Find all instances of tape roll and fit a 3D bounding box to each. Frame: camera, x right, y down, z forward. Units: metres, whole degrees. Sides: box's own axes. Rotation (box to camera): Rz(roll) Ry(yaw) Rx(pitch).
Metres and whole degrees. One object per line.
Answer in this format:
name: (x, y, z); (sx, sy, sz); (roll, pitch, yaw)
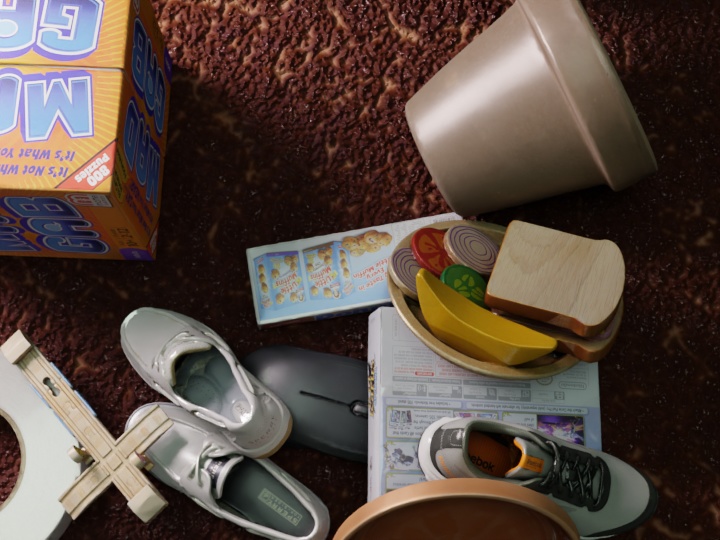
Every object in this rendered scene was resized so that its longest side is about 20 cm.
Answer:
tape roll: (-0.334, 0.167, 1.022); (0.200, 0.037, 0.205); (0, 75, 1)

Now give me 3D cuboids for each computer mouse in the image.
computer mouse: (-0.021, 0.109, 1.025); (0.198, 0.053, 0.140); (8, 76, 3)

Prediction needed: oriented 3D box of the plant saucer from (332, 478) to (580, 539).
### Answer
plant saucer: (0.074, 0.224, 0.932); (0.198, 0.202, 0.033); (-3, 43, 0)

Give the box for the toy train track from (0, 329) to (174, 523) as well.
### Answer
toy train track: (-0.235, 0.127, 0.990); (0.115, 0.033, 0.200); (-44, 75, -3)

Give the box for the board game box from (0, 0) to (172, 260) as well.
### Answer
board game box: (-0.280, -0.134, 1.017); (0.197, 0.200, 0.202); (2, 75, 1)

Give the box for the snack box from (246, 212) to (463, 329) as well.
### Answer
snack box: (0.000, 0.000, 1.069); (0.198, 0.024, 0.073); (-10, 76, -2)

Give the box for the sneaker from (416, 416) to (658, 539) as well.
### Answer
sneaker: (0.146, 0.164, 0.936); (0.198, 0.079, 0.075); (16, 71, -11)

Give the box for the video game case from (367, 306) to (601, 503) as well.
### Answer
video game case: (0.104, 0.130, 0.999); (0.198, 0.045, 0.183); (5, 74, -13)

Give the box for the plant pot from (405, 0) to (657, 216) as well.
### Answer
plant pot: (0.137, -0.137, 1.034); (0.173, 0.200, 0.202); (-26, 75, 12)

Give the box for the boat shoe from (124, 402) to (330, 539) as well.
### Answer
boat shoe: (-0.115, 0.173, 1.002); (0.199, 0.066, 0.072); (35, 79, 10)

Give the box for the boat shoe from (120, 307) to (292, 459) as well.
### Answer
boat shoe: (-0.140, 0.079, 0.999); (0.199, 0.069, 0.071); (31, 78, 33)

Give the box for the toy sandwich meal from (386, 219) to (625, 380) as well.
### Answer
toy sandwich meal: (0.121, 0.010, 0.982); (0.203, 0.071, 0.206); (9, 42, -8)
